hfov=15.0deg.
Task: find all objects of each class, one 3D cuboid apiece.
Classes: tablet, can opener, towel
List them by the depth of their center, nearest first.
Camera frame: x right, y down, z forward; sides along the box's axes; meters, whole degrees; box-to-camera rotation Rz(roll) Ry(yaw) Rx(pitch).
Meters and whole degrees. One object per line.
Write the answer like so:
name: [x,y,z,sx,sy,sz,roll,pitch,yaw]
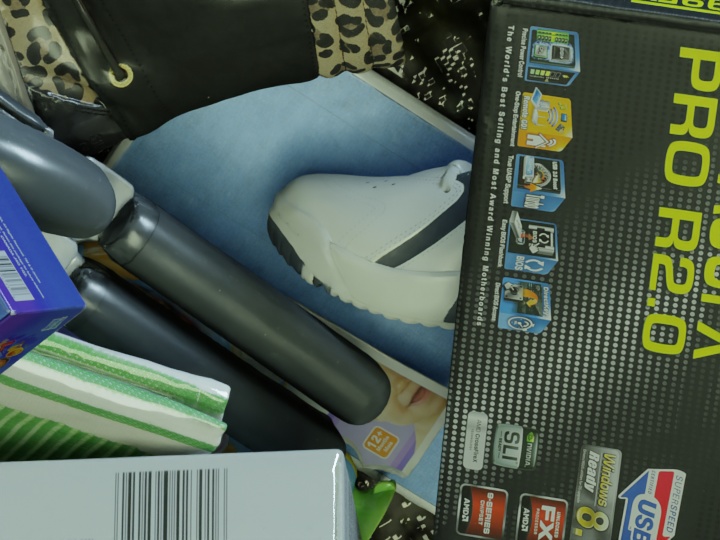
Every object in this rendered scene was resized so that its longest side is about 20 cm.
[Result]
can opener: [-0.074,0.007,0.892,0.200,0.067,0.053,35,94,-21]
towel: [-0.133,0.063,0.935,0.152,0.200,0.023,18,61,-8]
tablet: [0.000,0.000,0.993,0.200,0.014,0.130,32,104,-12]

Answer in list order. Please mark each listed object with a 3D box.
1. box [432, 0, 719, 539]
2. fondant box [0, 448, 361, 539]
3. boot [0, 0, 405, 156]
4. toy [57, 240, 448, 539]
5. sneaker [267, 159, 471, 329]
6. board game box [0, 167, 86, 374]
box: [0.112,0.010,0.867,0.160,0.044,0.200,10,113,9]
fondant box: [-0.070,0.124,0.936,0.144,0.200,0.058,-2,64,3]
boot: [-0.073,-0.139,0.909,0.150,0.073,0.200,-11,102,0]
toy: [-0.078,0.047,0.976,0.200,0.047,0.115,29,112,-11]
sneaker: [0.071,-0.043,0.924,0.199,0.079,0.130,13,105,18]
board game box: [-0.191,-0.032,0.824,0.134,0.045,0.200,-37,78,20]
